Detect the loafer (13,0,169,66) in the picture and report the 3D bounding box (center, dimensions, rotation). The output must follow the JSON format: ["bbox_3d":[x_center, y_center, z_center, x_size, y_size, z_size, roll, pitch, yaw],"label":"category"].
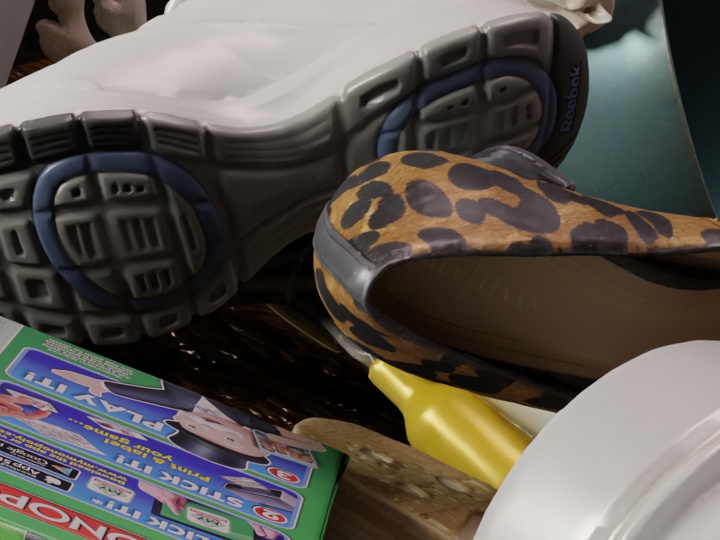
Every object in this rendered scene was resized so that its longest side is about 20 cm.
[{"bbox_3d":[-0.057,-0.125,0.926,0.200,0.076,0.068,-9,32,8],"label":"loafer"}]

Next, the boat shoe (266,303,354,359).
[{"bbox_3d":[0.039,0.008,0.802,0.200,0.074,0.066,28,-2,9],"label":"boat shoe"}]

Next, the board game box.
[{"bbox_3d":[-0.104,0.031,0.564,0.200,0.029,0.135,22,13,0],"label":"board game box"}]

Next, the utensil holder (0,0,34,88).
[{"bbox_3d":[-0.163,-0.143,0.814,0.170,0.200,0.170,21,11,-4],"label":"utensil holder"}]

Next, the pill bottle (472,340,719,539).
[{"bbox_3d":[0.112,0.095,0.454,0.114,0.114,0.200,10,17,-43],"label":"pill bottle"}]

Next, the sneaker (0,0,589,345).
[{"bbox_3d":[-0.041,-0.040,0.737,0.200,0.075,0.087,-14,38,-15],"label":"sneaker"}]

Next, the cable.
[{"bbox_3d":[0.000,0.000,0.745,0.200,0.097,0.050,28,-23,14],"label":"cable"}]

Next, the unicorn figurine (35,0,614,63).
[{"bbox_3d":[-0.010,-0.085,0.853,0.137,0.200,0.074,42,20,-6],"label":"unicorn figurine"}]

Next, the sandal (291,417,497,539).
[{"bbox_3d":[0.079,0.067,0.620,0.212,0.070,0.078,26,13,21],"label":"sandal"}]

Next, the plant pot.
[{"bbox_3d":[0.080,-0.057,0.962,0.135,0.200,0.200,-13,-3,25],"label":"plant pot"}]

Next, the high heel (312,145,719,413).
[{"bbox_3d":[0.088,0.025,0.631,0.200,0.071,0.143,23,15,15],"label":"high heel"}]
